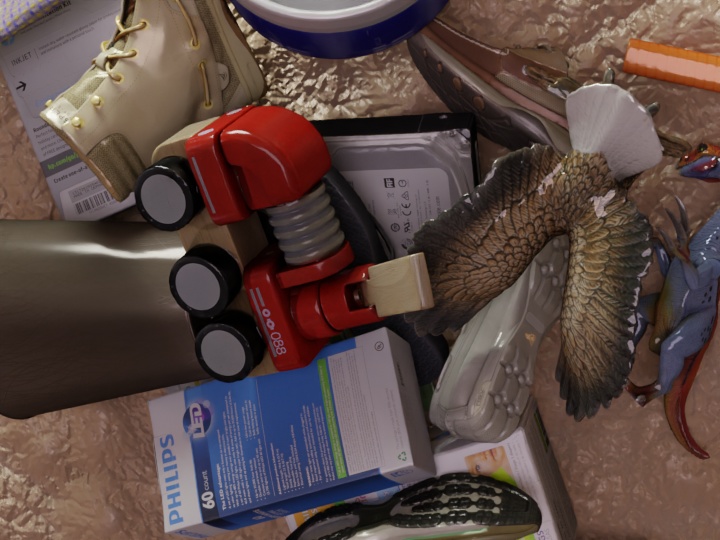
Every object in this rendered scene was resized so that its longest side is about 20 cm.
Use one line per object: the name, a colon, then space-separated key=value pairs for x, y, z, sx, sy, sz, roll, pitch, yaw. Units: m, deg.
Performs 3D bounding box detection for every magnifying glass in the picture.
magnifying glass: x=0.289 y=-0.136 z=0.969 sx=0.197 sy=0.022 sz=0.081 roll=14 pitch=102 yaw=11

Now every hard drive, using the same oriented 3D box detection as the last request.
hard drive: x=-0.005 y=-0.045 z=1.020 sx=0.197 sy=0.038 sz=0.142 roll=0 pitch=119 yaw=13

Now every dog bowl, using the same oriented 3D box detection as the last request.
dog bowl: x=-0.018 y=-0.258 z=0.956 sx=0.197 sy=0.079 sz=0.204 roll=-1 pitch=78 yaw=7

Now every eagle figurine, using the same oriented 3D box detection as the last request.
eagle figurine: x=0.134 y=-0.021 z=0.885 sx=0.150 sy=0.151 sz=0.202 roll=37 pitch=81 yaw=-30

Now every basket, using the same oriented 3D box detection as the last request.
basket: x=-0.194 y=0.029 z=1.025 sx=0.197 sy=0.137 sz=0.182 roll=-6 pitch=133 yaw=21

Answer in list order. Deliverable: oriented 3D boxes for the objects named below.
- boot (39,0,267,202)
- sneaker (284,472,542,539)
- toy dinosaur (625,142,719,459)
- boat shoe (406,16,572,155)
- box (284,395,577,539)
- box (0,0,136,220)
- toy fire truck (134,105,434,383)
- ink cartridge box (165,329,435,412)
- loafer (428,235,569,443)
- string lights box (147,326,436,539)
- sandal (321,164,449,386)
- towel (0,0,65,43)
boot: x=-0.171 y=-0.163 z=0.961 sx=0.155 sy=0.073 sz=0.201 roll=-39 pitch=129 yaw=-11
sneaker: x=0.041 y=0.206 z=0.957 sx=0.197 sy=0.077 sz=0.090 roll=-16 pitch=107 yaw=20
toy dinosaur: x=0.240 y=0.006 z=0.995 sx=0.182 sy=0.105 sz=0.200 roll=-48 pitch=124 yaw=3
boat shoe: x=0.124 y=-0.129 z=0.988 sx=0.199 sy=0.076 sz=0.072 roll=36 pitch=80 yaw=3
box: x=0.055 y=0.188 z=1.032 sx=0.197 sy=0.101 sz=0.114 roll=-19 pitch=94 yaw=15
box: x=-0.201 y=-0.152 z=1.070 sx=0.154 sy=0.041 sz=0.203 roll=-22 pitch=95 yaw=14
toy fire truck: x=-0.036 y=-0.022 z=0.898 sx=0.197 sy=0.129 sz=0.178 roll=-12 pitch=107 yaw=25
ink cartridge box: x=-0.047 y=0.097 z=1.063 sx=0.197 sy=0.059 sz=0.105 roll=-19 pitch=94 yaw=15
loafer: x=0.107 y=0.030 z=0.984 sx=0.069 sy=0.070 sz=0.202 roll=6 pitch=59 yaw=45
string lights box: x=-0.053 y=0.122 z=0.986 sx=0.197 sy=0.059 sz=0.104 roll=-17 pitch=70 yaw=17
sandal: x=0.000 y=0.000 z=1.003 sx=0.075 sy=0.043 sz=0.201 roll=-14 pitch=119 yaw=32
towel: x=-0.276 y=-0.226 z=1.035 sx=0.198 sy=0.145 sz=0.023 roll=-27 pitch=134 yaw=13
